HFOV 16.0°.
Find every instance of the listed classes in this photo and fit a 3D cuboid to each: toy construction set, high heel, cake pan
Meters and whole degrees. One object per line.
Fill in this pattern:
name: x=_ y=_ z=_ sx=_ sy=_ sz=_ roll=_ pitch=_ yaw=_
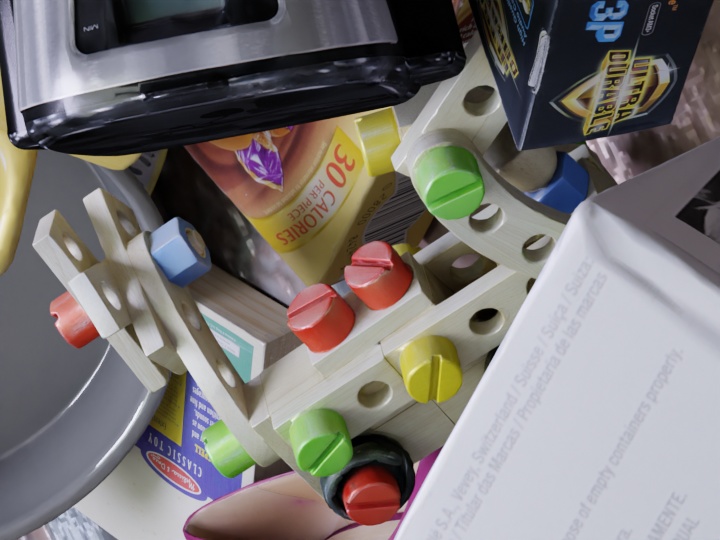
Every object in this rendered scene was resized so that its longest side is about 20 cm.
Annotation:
toy construction set: x=0.000 y=0.000 z=0.766 sx=0.199 sy=0.093 sz=0.131 roll=-23 pitch=130 yaw=24
high heel: x=-0.001 y=0.075 z=0.876 sx=0.096 sy=0.068 sz=0.200 roll=33 pitch=137 yaw=3
cake pan: x=-0.165 y=0.016 z=0.923 sx=0.037 sy=0.199 sz=0.201 roll=-118 pitch=27 yaw=-56

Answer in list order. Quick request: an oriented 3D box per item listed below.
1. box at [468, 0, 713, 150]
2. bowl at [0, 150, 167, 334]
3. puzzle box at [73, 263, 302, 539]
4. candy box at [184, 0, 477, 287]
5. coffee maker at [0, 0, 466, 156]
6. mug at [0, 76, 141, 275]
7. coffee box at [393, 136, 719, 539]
box: x=0.042 y=-0.155 z=0.637 sx=0.159 sy=0.046 sz=0.201 roll=99 pitch=157 yaw=-62
bowl: x=-0.175 y=-0.076 z=0.946 sx=0.094 sy=0.199 sz=0.202 roll=-121 pitch=30 yaw=-56
puzzle box: x=-0.101 y=0.038 z=1.014 sx=0.199 sy=0.025 sz=0.134 roll=31 pitch=128 yaw=34
candy box: x=0.000 y=-0.103 z=0.811 sx=0.117 sy=0.056 sz=0.200 roll=48 pitch=138 yaw=20
coffee maker: x=-0.037 y=-0.136 z=0.666 sx=0.134 sy=0.192 sz=0.201 roll=-7 pitch=94 yaw=30
mug: x=-0.133 y=-0.102 z=0.793 sx=0.149 sy=0.152 sz=0.188 roll=155 pitch=124 yaw=-68
coffee box: x=0.118 y=0.103 z=0.613 sx=0.199 sy=0.198 sz=0.200 roll=34 pitch=113 yaw=14
